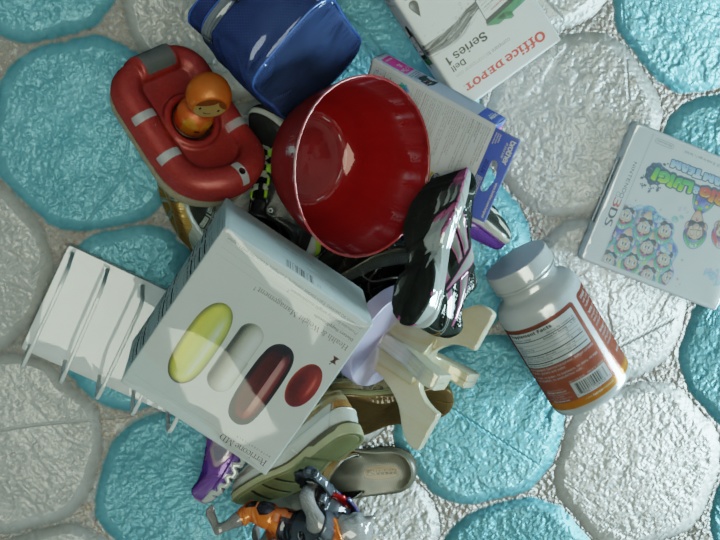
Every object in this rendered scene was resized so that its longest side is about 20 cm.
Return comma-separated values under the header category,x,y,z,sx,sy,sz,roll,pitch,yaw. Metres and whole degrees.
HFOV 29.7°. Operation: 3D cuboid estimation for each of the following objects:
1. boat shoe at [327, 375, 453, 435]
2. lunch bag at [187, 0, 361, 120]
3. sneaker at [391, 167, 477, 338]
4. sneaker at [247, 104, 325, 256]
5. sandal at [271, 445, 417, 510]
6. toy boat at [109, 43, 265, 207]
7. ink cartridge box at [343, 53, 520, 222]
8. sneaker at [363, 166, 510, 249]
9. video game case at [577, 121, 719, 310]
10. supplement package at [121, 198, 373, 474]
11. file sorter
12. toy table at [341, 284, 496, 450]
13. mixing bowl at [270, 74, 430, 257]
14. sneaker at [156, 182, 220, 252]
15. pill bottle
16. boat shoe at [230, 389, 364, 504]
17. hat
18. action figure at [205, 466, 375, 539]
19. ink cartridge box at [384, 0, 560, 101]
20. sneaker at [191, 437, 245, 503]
category,x,y,z,sx,sy,sz,roll,pitch,yaw
boat shoe,0.015,0.158,1.689,0.198,0.063,0.074,-4,129,-5
lunch bag,-0.102,-0.272,1.500,0.136,0.200,0.132,-46,72,1
sneaker,0.095,-0.015,1.523,0.086,0.080,0.202,34,64,-37
sneaker,-0.098,-0.094,1.593,0.082,0.071,0.202,-29,106,-31
sandal,-0.026,0.266,1.700,0.198,0.055,0.083,-4,102,-2
toy boat,-0.183,-0.174,1.517,0.130,0.131,0.201,-31,85,-35
ink cartridge box,0.085,-0.154,1.578,0.199,0.042,0.120,31,121,16
sneaker,0.087,-0.067,1.649,0.198,0.081,0.084,20,113,-2
video game case,0.396,-0.067,1.708,0.198,0.024,0.184,20,99,-12
supplement package,-0.123,0.068,1.463,0.190,0.147,0.201,33,100,-11
file sorter,-0.283,0.083,1.592,0.199,0.125,0.140,26,97,-12
toy table,0.065,0.101,1.582,0.117,0.200,0.185,31,109,19
mixing bowl,-0.027,-0.122,1.535,0.199,0.108,0.203,-9,104,-38
sneaker,-0.173,-0.055,1.614,0.087,0.076,0.202,-28,109,-16
pill bottle,0.240,0.068,1.669,0.112,0.112,0.201,-33,104,0
boat shoe,-0.081,0.218,1.650,0.199,0.069,0.075,-34,146,22
hat,0.000,0.000,1.621,0.199,0.201,0.081,-26,69,-2
action figure,-0.064,0.325,1.651,0.192,0.105,0.200,-8,141,27
ink cartridge box,0.120,-0.311,1.585,0.146,0.084,0.201,-36,104,1
sneaker,-0.162,0.186,1.660,0.088,0.080,0.201,29,92,-6
